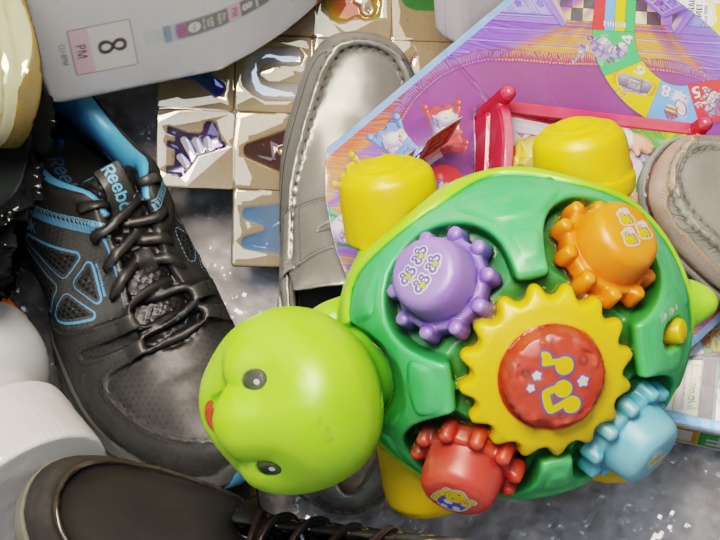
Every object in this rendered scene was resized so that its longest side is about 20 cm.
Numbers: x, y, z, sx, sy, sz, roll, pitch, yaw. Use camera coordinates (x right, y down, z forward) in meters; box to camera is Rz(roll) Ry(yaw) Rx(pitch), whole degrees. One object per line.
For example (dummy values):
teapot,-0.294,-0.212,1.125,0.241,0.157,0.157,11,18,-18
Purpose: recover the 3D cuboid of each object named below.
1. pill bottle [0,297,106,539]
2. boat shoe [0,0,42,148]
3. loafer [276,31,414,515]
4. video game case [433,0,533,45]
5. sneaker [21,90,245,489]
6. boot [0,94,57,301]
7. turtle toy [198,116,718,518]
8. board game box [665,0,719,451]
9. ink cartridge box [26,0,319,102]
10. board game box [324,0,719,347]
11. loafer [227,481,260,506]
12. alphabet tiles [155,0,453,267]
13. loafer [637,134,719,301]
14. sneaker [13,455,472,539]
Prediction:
pill bottle,-0.197,0.032,1.008,0.110,0.110,0.200,-41,64,-7
boat shoe,-0.183,-0.130,0.946,0.066,0.072,0.201,-6,56,-36
loafer,0.000,0.000,1.016,0.070,0.070,0.201,0,88,-6
video game case,0.100,-0.210,0.999,0.182,0.200,0.022,-31,48,-26
sneaker,-0.100,0.003,1.017,0.073,0.082,0.200,-25,62,-25
boot,-0.202,-0.072,0.980,0.162,0.073,0.199,12,44,-10
turtle toy,0.038,0.031,0.910,0.200,0.101,0.146,-11,106,-7
board game box,0.177,-0.021,1.046,0.134,0.034,0.200,12,76,8
ink cartridge box,-0.043,-0.154,0.971,0.200,0.163,0.057,-9,49,-2
board game box,0.089,-0.034,0.988,0.200,0.039,0.158,-40,88,-18
loafer,-0.039,0.158,0.997,0.072,0.073,0.200,-24,75,-7
alphabet tiles,0.013,-0.082,1.061,0.199,0.006,0.167,2,86,-6
loafer,0.205,0.001,0.971,0.200,0.063,0.072,31,71,-13
sneaker,-0.026,0.111,0.930,0.200,0.106,0.075,27,55,-11
